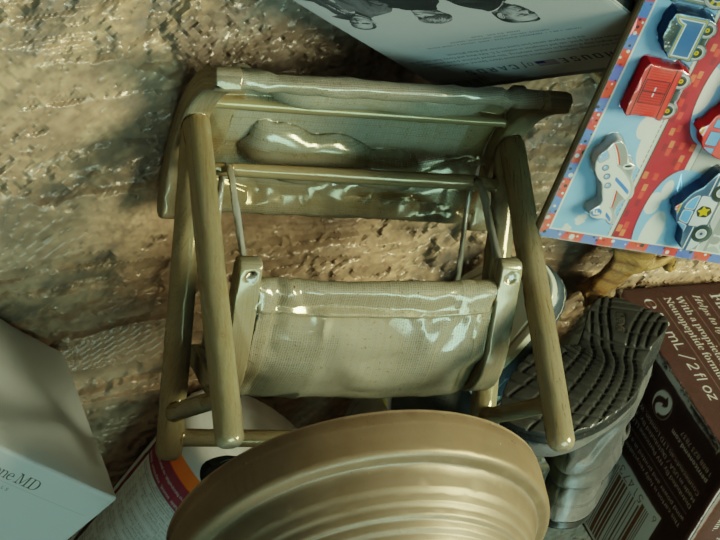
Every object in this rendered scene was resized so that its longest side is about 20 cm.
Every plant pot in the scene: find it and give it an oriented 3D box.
[{"bbox_3d":[0.006,0.163,0.966,0.201,0.093,0.201,-9,143,-7],"label":"plant pot"}]

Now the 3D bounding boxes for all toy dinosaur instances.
[{"bbox_3d":[0.184,-0.040,1.180,0.106,0.060,0.200,-12,138,-17],"label":"toy dinosaur"}]

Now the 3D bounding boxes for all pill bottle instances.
[{"bbox_3d":[-0.120,0.176,1.199,0.110,0.110,0.200,16,124,-41],"label":"pill bottle"}]

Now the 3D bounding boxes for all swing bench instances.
[{"bbox_3d":[0.000,0.000,1.019,0.199,0.200,0.130,3,171,-20],"label":"swing bench"}]

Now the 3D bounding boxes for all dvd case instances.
[{"bbox_3d":[0.056,-0.135,0.938,0.150,0.025,0.200,-3,166,32],"label":"dvd case"}]

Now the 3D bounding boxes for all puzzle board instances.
[{"bbox_3d":[0.191,-0.084,0.952,0.151,0.017,0.200,8,127,-19],"label":"puzzle board"}]

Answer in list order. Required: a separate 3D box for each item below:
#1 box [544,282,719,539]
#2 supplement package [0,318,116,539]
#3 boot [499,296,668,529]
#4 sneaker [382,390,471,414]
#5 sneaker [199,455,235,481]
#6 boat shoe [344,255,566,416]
[{"bbox_3d":[0.262,0.118,1.314,0.200,0.166,0.164,-4,135,-28],"label":"box"},{"bbox_3d":[-0.258,0.125,1.053,0.200,0.120,0.121,-40,139,14],"label":"supplement package"},{"bbox_3d":[0.133,0.108,1.176,0.200,0.070,0.132,-29,137,-55],"label":"boot"},{"bbox_3d":[0.058,0.134,1.176,0.074,0.085,0.200,-17,137,12],"label":"sneaker"},{"bbox_3d":[-0.009,0.149,1.104,0.200,0.079,0.075,32,82,-40],"label":"sneaker"},{"bbox_3d":[0.068,0.067,1.217,0.062,0.075,0.200,16,125,-39],"label":"boat shoe"}]
